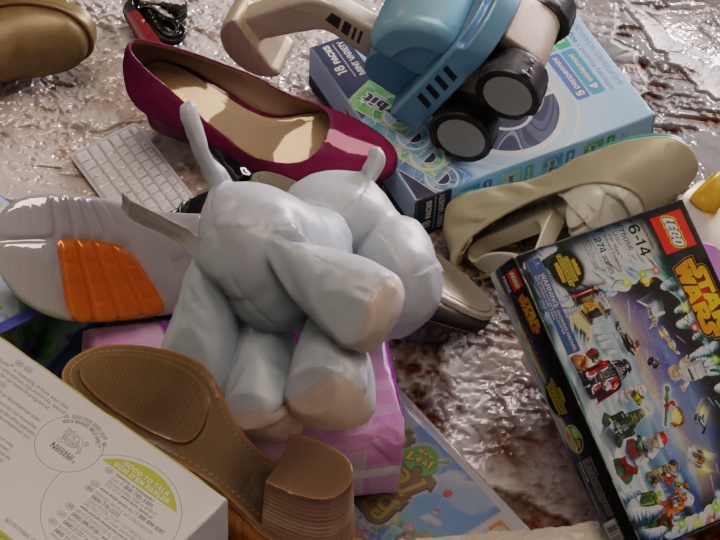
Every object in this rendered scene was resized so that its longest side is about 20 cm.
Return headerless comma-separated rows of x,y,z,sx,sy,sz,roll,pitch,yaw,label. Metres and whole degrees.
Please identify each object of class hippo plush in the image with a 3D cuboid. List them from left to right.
-0.040,0.007,1.524,0.200,0.160,0.161,43,26,12,hippo plush

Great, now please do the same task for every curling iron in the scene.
-0.124,-0.140,1.819,0.049,0.026,0.200,-18,53,-15,curling iron

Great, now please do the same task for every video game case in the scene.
-0.018,0.151,1.581,0.182,0.022,0.200,-28,57,-25,video game case

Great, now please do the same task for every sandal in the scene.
-0.140,-0.002,1.578,0.206,0.059,0.080,5,84,-24,sandal

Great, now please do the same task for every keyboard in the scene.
-0.134,-0.029,1.735,0.056,0.011,0.200,-24,55,-22,keyboard

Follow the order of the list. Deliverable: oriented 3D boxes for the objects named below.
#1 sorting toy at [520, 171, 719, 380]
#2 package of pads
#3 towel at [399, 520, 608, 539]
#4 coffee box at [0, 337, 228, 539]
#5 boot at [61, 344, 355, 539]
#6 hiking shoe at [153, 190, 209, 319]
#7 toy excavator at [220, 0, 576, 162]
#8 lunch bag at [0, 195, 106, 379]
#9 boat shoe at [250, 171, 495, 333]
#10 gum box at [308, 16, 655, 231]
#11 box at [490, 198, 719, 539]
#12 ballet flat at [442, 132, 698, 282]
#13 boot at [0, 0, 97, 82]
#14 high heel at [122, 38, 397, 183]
0.245,0.047,1.656,0.180,0.107,0.200,45,59,7,sorting toy
-0.077,0.088,1.567,0.199,0.076,0.121,-6,52,-9,package of pads
0.102,0.220,1.510,0.199,0.035,0.133,-3,57,-12,towel
-0.209,0.195,1.414,0.200,0.200,0.198,32,55,22,coffee box
-0.096,0.140,1.472,0.199,0.155,0.074,28,49,18,boot
-0.117,-0.020,1.654,0.199,0.101,0.076,9,40,6,hiking shoe
0.023,-0.167,1.736,0.200,0.194,0.100,34,51,-11,toy excavator
-0.281,0.026,1.602,0.170,0.128,0.200,35,58,24,lunch bag
0.000,0.000,1.699,0.199,0.057,0.067,30,22,16,boat shoe
0.087,-0.126,1.810,0.199,0.045,0.170,-20,54,-18,gum box
0.183,0.068,1.551,0.136,0.040,0.201,-19,80,-28,box
0.139,-0.035,1.674,0.199,0.069,0.070,-18,38,36,ballet flat
-0.290,-0.108,1.762,0.174,0.066,0.201,0,48,12,boot
-0.073,-0.109,1.725,0.199,0.096,0.068,11,67,14,high heel
